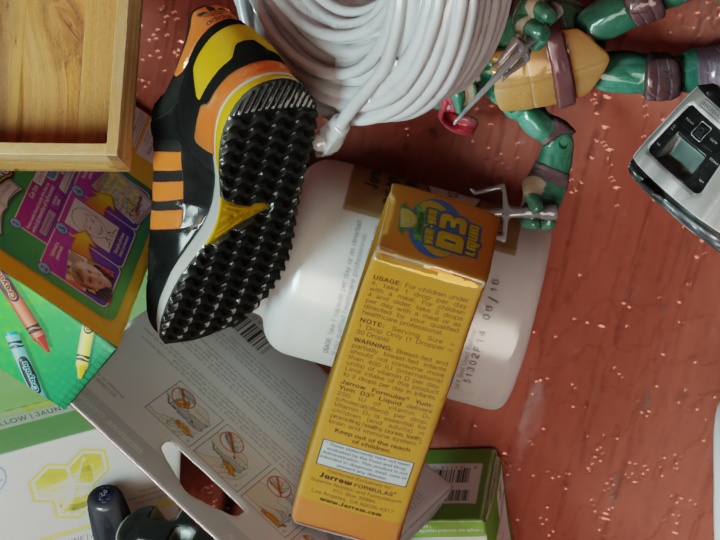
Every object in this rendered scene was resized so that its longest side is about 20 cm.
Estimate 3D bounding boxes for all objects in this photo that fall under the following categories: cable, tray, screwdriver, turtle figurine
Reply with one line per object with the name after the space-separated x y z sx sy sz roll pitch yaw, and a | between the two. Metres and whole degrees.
0.002 -0.175 1.414 0.200 0.069 0.201 -26 83 53 | cable
-0.164 -0.153 1.457 0.098 0.201 0.037 1 167 9 | tray
-0.141 0.205 1.722 0.028 0.029 0.201 -8 135 2 | screwdriver
0.106 -0.107 1.483 0.199 0.101 0.150 -17 139 1 | turtle figurine

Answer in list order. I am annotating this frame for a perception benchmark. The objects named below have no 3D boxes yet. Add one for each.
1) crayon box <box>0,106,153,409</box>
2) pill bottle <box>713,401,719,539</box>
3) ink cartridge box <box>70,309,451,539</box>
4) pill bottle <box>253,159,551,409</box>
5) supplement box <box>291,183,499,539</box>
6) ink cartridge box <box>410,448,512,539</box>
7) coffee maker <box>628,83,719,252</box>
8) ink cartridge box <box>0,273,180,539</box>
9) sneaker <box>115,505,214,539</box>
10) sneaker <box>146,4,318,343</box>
-0.173 -0.031 1.521 0.118 0.200 0.058 34 125 -13 | crayon box
0.306 0.129 1.600 0.199 0.112 0.112 0 124 10 | pill bottle
-0.067 0.106 1.574 0.200 0.173 0.044 42 128 9 | ink cartridge box
0.000 0.000 1.564 0.199 0.115 0.115 15 125 -1 | pill bottle
0.017 0.054 1.488 0.068 0.067 0.201 14 129 0 | supplement box
0.023 0.214 1.728 0.147 0.076 0.201 -2 122 11 | ink cartridge box
0.262 -0.084 1.412 0.191 0.135 0.201 28 106 -16 | coffee maker
-0.180 0.088 1.656 0.145 0.048 0.201 -14 130 -24 | ink cartridge box
-0.047 0.200 1.645 0.199 0.074 0.089 12 127 22 | sneaker
-0.080 -0.052 1.468 0.070 0.090 0.201 -12 142 -29 | sneaker
